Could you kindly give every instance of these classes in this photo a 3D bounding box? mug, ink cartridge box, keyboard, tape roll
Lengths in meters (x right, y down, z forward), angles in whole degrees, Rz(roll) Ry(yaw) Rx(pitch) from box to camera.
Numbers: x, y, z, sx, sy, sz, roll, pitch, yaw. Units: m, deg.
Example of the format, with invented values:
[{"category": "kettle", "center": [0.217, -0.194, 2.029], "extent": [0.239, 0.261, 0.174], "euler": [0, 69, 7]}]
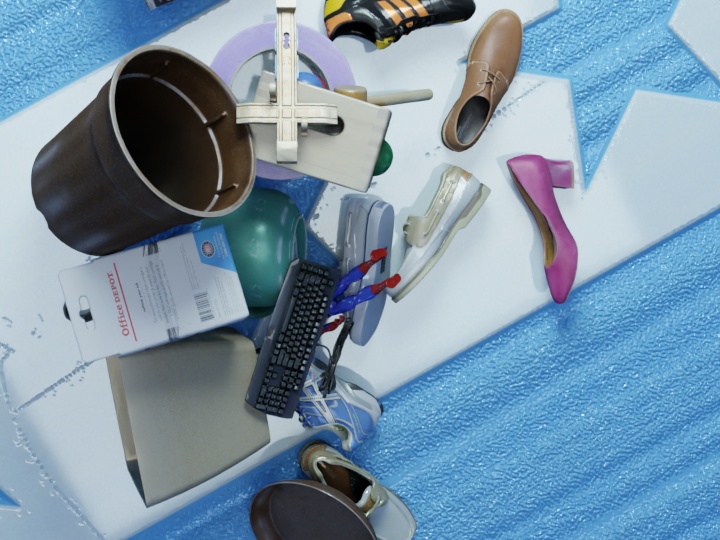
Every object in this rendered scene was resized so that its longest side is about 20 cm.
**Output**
[{"category": "mug", "center": [-0.129, -0.026, 1.599], "extent": [0.113, 0.185, 0.153], "euler": [3, 78, 10]}, {"category": "ink cartridge box", "center": [-0.244, 0.030, 1.456], "extent": [0.199, 0.068, 0.117], "euler": [-16, 87, -15]}, {"category": "keyboard", "center": [-0.064, 0.092, 1.566], "extent": [0.126, 0.021, 0.201], "euler": [15, 96, -35]}, {"category": "tape roll", "center": [-0.106, -0.220, 1.607], "extent": [0.198, 0.085, 0.202], "euler": [-1, 97, -6]}]

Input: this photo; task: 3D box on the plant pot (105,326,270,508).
[{"category": "plant pot", "center": [-0.223, 0.166, 1.605], "extent": [0.176, 0.200, 0.201], "euler": [-12, 99, -17]}]

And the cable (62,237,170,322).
[{"category": "cable", "center": [-0.299, 0.015, 1.635], "extent": [0.198, 0.050, 0.098], "euler": [-10, 98, -6]}]

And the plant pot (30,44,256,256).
[{"category": "plant pot", "center": [-0.256, -0.119, 1.390], "extent": [0.198, 0.200, 0.201], "euler": [-25, 103, 37]}]

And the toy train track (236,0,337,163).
[{"category": "toy train track", "center": [-0.083, -0.221, 1.390], "extent": [0.114, 0.033, 0.202], "euler": [0, 78, -4]}]

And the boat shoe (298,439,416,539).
[{"category": "boat shoe", "center": [-0.002, 0.314, 1.694], "extent": [0.200, 0.068, 0.075], "euler": [39, 87, -11]}]

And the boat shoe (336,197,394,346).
[{"category": "boat shoe", "center": [0.000, 0.000, 1.666], "extent": [0.065, 0.073, 0.202], "euler": [15, 104, 23]}]

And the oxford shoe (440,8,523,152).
[{"category": "oxford shoe", "center": [0.170, -0.250, 1.642], "extent": [0.071, 0.071, 0.201], "euler": [20, 94, -7]}]

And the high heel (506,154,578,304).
[{"category": "high heel", "center": [0.242, -0.056, 1.673], "extent": [0.095, 0.067, 0.202], "euler": [0, 93, -16]}]

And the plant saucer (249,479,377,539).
[{"category": "plant saucer", "center": [-0.056, 0.353, 1.673], "extent": [0.199, 0.035, 0.201], "euler": [15, 130, 19]}]

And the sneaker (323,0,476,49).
[{"category": "sneaker", "center": [0.049, -0.323, 1.603], "extent": [0.198, 0.070, 0.091], "euler": [5, 72, -2]}]

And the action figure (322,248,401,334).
[{"category": "action figure", "center": [-0.036, 0.040, 1.629], "extent": [0.200, 0.052, 0.066], "euler": [-35, 87, 39]}]

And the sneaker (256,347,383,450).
[{"category": "sneaker", "center": [-0.065, 0.168, 1.662], "extent": [0.199, 0.076, 0.077], "euler": [30, 66, -8]}]

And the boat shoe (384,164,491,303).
[{"category": "boat shoe", "center": [0.089, -0.050, 1.664], "extent": [0.068, 0.075, 0.200], "euler": [38, 85, -4]}]

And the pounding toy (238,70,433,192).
[{"category": "pounding toy", "center": [-0.023, -0.181, 1.501], "extent": [0.198, 0.184, 0.143], "euler": [17, 97, 0]}]

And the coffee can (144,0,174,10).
[{"category": "coffee can", "center": [-0.195, -0.427, 1.536], "extent": [0.199, 0.146, 0.147], "euler": [-21, 100, -3]}]
